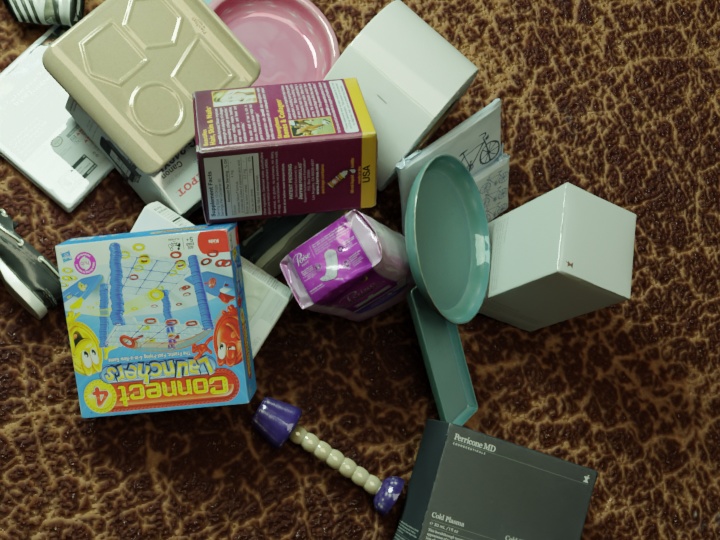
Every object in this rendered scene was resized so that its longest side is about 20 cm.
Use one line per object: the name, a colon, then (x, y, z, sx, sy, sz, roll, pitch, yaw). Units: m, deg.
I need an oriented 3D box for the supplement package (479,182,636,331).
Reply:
supplement package: (0.238, -0.010, 1.258, 0.116, 0.199, 0.119, 20, 67, -22)

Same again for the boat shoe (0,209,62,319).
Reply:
boat shoe: (-0.421, -0.035, 1.151, 0.200, 0.074, 0.060, 46, 66, -1)

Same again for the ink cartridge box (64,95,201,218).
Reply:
ink cartridge box: (-0.242, -0.176, 1.224, 0.145, 0.083, 0.201, -44, 98, -25)

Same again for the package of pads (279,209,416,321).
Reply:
package of pads: (0.000, 0.000, 1.181, 0.120, 0.200, 0.076, -33, 72, 13)

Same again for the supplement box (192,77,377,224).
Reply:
supplement box: (-0.087, -0.138, 1.126, 0.196, 0.104, 0.132, -6, 41, -8)

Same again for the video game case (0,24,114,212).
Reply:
video game case: (-0.369, -0.202, 1.248, 0.181, 0.023, 0.201, 40, 67, -2)

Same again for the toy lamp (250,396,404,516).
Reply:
toy lamp: (-0.042, 0.221, 1.189, 0.199, 0.058, 0.059, 34, 67, -3)

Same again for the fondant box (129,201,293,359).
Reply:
fondant box: (-0.199, 0.035, 1.165, 0.198, 0.058, 0.145, 33, 101, -3)

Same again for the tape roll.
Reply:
tape roll: (0.040, -0.224, 1.276, 0.139, 0.203, 0.203, 40, 66, 0)

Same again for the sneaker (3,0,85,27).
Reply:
sneaker: (-0.411, -0.402, 1.272, 0.113, 0.076, 0.203, 1, 61, -3)

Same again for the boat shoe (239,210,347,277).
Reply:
boat shoe: (-0.071, -0.073, 1.240, 0.200, 0.075, 0.062, -44, 70, 11)

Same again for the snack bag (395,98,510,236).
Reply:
snack bag: (0.125, -0.107, 1.281, 0.188, 0.202, 0.021, -35, 52, -23)

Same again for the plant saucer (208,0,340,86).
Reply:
plant saucer: (-0.127, -0.287, 1.331, 0.197, 0.051, 0.204, 5, 71, -16)

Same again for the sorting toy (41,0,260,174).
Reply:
sorting toy: (-0.245, -0.242, 1.174, 0.185, 0.036, 0.200, 47, 69, -9)

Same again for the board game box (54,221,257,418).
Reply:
board game box: (-0.227, 0.056, 1.113, 0.196, 0.056, 0.199, -6, 100, 4)

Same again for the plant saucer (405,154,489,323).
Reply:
plant saucer: (0.103, -0.037, 1.190, 0.199, 0.027, 0.204, 15, 73, -57)

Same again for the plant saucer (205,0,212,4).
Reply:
plant saucer: (-0.264, -0.424, 1.347, 0.197, 0.027, 0.204, 5, 71, -15)

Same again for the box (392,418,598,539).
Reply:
box: (0.156, 0.295, 1.179, 0.197, 0.104, 0.185, 20, 82, -10)

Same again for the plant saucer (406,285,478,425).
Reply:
plant saucer: (0.101, 0.102, 1.233, 0.070, 0.019, 0.203, -35, 116, -44)
